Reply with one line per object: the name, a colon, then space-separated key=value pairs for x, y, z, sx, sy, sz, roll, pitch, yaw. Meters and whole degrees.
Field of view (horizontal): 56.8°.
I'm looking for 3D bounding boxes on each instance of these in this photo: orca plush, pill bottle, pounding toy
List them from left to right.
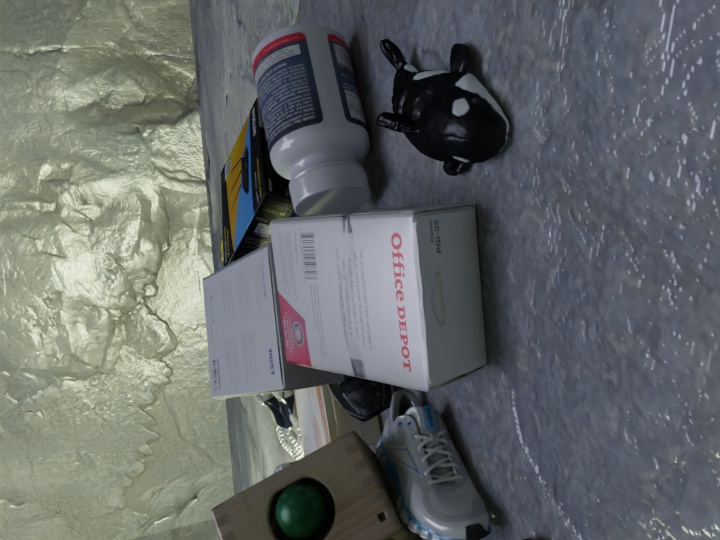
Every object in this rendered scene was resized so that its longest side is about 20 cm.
pounding toy: x=-0.047 y=0.271 z=0.645 sx=0.143 sy=0.183 sz=0.200 roll=60 pitch=177 yaw=25
pill bottle: x=-0.054 y=-0.170 z=0.780 sx=0.120 sy=0.119 sz=0.201 roll=129 pitch=131 yaw=-66
orca plush: x=0.045 y=-0.145 z=0.561 sx=0.106 sy=0.071 sz=0.201 roll=100 pitch=155 yaw=-43

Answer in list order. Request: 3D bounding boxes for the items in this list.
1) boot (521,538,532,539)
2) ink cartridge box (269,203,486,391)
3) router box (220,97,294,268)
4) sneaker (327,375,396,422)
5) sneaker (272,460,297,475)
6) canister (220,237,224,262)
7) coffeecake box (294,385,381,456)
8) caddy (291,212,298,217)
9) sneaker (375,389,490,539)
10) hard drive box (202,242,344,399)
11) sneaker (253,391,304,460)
boot: x=0.045 y=0.292 z=0.535 sx=0.187 sy=0.199 sz=0.064 roll=101 pitch=154 yaw=-46
ink cartridge box: x=0.011 y=0.019 z=0.611 sx=0.199 sy=0.082 sz=0.148 roll=2 pitch=100 yaw=48
router box: x=-0.142 y=-0.113 z=0.905 sx=0.149 sy=0.051 sz=0.201 roll=-54 pitch=34 yaw=38
sneaker: x=-0.039 y=0.100 z=0.816 sx=0.200 sy=0.080 sz=0.086 roll=49 pitch=-169 yaw=32
sneaker: x=-0.029 y=0.338 z=0.996 sx=0.199 sy=0.114 sz=0.076 roll=28 pitch=113 yaw=26
canister: x=-0.128 y=0.032 z=1.056 sx=0.087 sy=0.148 sz=0.201 roll=119 pitch=138 yaw=-55
coffeecake box: x=-0.043 y=0.184 z=0.968 sx=0.200 sy=0.073 sz=0.155 roll=132 pitch=130 yaw=-67
caddy: x=-0.092 y=-0.082 z=0.972 sx=0.142 sy=0.104 sz=0.200 roll=-66 pitch=28 yaw=16
sneaker: x=0.064 y=0.181 z=0.647 sx=0.200 sy=0.074 sz=0.087 roll=-140 pitch=50 yaw=-64
hard drive box: x=-0.111 y=0.065 z=0.781 sx=0.200 sy=0.076 sz=0.157 roll=-19 pitch=75 yaw=55
sneaker: x=-0.095 y=0.216 z=1.119 sx=0.079 sy=0.130 sz=0.200 roll=-22 pitch=108 yaw=39
